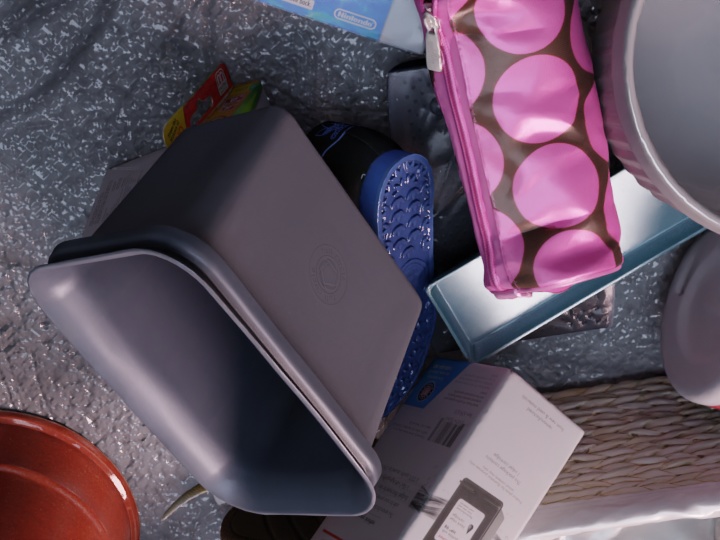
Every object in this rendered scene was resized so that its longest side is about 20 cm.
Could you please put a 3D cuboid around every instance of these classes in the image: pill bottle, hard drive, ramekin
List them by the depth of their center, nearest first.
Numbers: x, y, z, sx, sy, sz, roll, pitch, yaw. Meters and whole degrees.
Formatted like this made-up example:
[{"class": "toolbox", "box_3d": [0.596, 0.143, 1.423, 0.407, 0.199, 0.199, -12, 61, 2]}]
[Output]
[{"class": "ramekin", "box_3d": [0.224, -0.116, 0.744, 0.198, 0.105, 0.202, -1, 96, -9]}, {"class": "hard drive", "box_3d": [0.091, -0.048, 0.843, 0.134, 0.042, 0.201, -9, 119, 4]}, {"class": "pill bottle", "box_3d": [0.307, 0.047, 0.852, 0.198, 0.120, 0.120, 15, 117, -16]}]

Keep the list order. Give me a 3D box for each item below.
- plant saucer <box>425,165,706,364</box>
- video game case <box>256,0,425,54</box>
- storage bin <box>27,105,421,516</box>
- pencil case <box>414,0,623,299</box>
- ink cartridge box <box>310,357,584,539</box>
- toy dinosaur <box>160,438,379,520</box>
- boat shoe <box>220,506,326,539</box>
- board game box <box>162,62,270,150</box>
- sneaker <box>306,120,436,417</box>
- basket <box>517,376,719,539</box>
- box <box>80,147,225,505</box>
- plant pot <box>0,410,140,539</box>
[{"class": "plant saucer", "box_3d": [0.138, -0.018, 0.827, 0.199, 0.019, 0.070, -31, 119, 3]}, {"class": "video game case", "box_3d": [-0.027, -0.238, 0.738, 0.198, 0.046, 0.182, 16, 116, -9]}, {"class": "storage bin", "box_3d": [-0.061, 0.019, 0.718, 0.145, 0.135, 0.200, -8, 130, 39]}, {"class": "pencil case", "box_3d": [0.086, -0.080, 0.741, 0.090, 0.093, 0.202, 1, 115, 46]}, {"class": "ink cartridge box", "box_3d": [0.036, 0.156, 0.817, 0.067, 0.116, 0.201, 39, 78, -17]}, {"class": "toy dinosaur", "box_3d": [-0.030, 0.134, 0.904, 0.198, 0.101, 0.059, 7, 118, -5]}, {"class": "boat shoe", "box_3d": [0.001, 0.194, 0.960, 0.198, 0.072, 0.077, -7, 130, 3]}, {"class": "board game box", "box_3d": [-0.059, -0.023, 0.823, 0.030, 0.096, 0.201, -10, 119, 27]}, {"class": "sneaker", "box_3d": [0.000, 0.000, 0.834, 0.070, 0.078, 0.201, -26, 133, -37]}, {"class": "basket", "box_3d": [0.190, 0.195, 0.908, 0.198, 0.161, 0.200, -10, 118, 3]}, {"class": "box", "box_3d": [-0.100, 0.034, 0.842, 0.060, 0.117, 0.201, -20, 118, 9]}, {"class": "plant pot", "box_3d": [-0.261, 0.234, 0.900, 0.199, 0.196, 0.202, 0, 119, -1]}]
